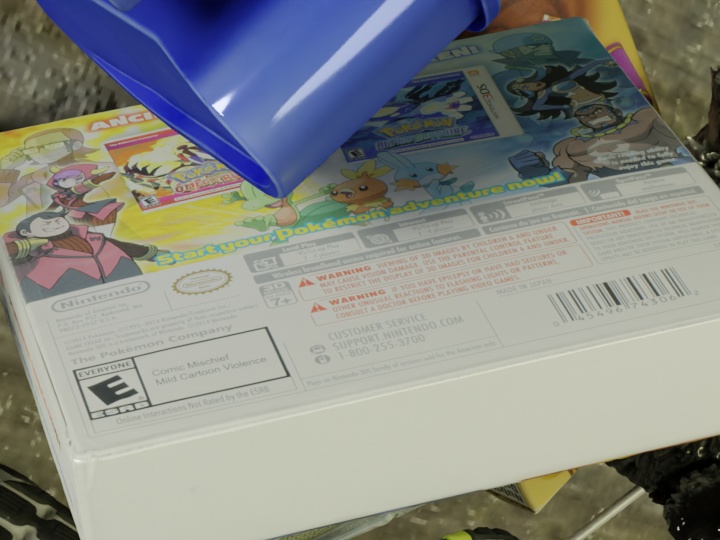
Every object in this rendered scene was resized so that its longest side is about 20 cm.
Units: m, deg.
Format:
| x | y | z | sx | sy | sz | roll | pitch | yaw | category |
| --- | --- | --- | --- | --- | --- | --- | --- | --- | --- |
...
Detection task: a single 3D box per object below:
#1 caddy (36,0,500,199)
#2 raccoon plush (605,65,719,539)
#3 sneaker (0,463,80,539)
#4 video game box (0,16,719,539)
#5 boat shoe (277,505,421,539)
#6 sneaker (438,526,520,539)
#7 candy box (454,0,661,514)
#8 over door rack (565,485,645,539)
| x | y | z | sx | sy | sz | roll | pitch | yaw | category |
| --- | --- | --- | --- | --- | --- | --- | --- | --- | --- |
| -0.042 | -0.108 | 0.777 | 0.105 | 0.200 | 0.141 | -45 | 120 | -6 | caddy |
| 0.145 | 0.022 | 0.950 | 0.097 | 0.200 | 0.134 | 22 | 105 | -35 | raccoon plush |
| -0.137 | 0.107 | 0.832 | 0.084 | 0.080 | 0.200 | -62 | 171 | 22 | sneaker |
| 0.000 | 0.000 | 0.823 | 0.199 | 0.182 | 0.047 | -12 | 123 | -11 | video game box |
| 0.022 | 0.038 | 0.938 | 0.202 | 0.075 | 0.065 | -33 | 150 | 20 | boat shoe |
| -0.001 | 0.170 | 0.918 | 0.200 | 0.076 | 0.075 | -47 | 143 | -7 | sneaker |
| 0.049 | -0.027 | 1.004 | 0.117 | 0.056 | 0.200 | -46 | 135 | -21 | candy box |
| 0.113 | 0.117 | 1.086 | 0.200 | 0.067 | 0.148 | -48 | 157 | -16 | over door rack |
